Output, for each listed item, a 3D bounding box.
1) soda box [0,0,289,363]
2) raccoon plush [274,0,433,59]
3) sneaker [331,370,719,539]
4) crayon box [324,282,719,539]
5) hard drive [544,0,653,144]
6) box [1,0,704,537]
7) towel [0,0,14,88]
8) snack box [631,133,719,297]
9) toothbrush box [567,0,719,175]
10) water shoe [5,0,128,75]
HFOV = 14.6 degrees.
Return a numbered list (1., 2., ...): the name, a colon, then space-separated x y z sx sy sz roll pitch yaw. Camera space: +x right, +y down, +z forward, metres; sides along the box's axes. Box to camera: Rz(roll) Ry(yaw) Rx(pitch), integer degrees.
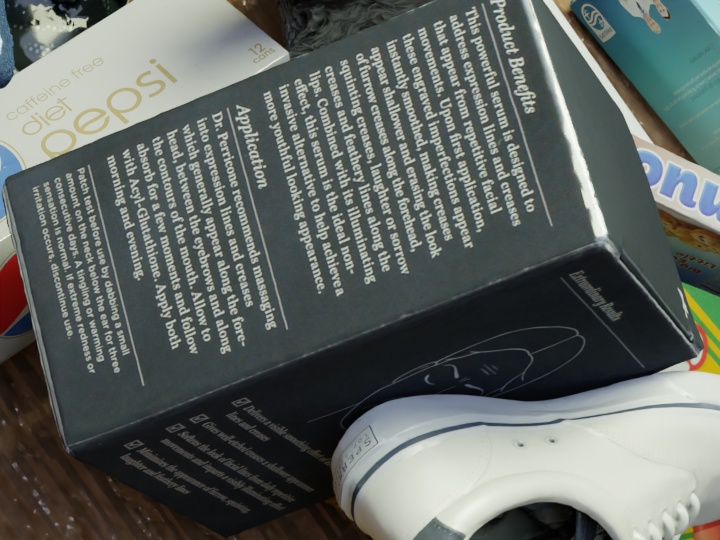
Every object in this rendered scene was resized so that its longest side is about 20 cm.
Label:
1. soda box: -0.119 -0.029 1.059 0.199 0.064 0.068 -35 55 -22
2. raccoon plush: -0.004 -0.163 1.082 0.096 0.200 0.135 -15 71 4
3. sneaker: 0.083 0.085 0.994 0.199 0.073 0.071 -3 47 -32
4. crayon box: 0.069 0.053 1.098 0.199 0.051 0.128 20 78 -21
5. hard drive: 0.028 -0.020 1.139 0.199 0.027 0.132 -35 90 -22
6. box: 0.000 0.000 0.987 0.199 0.148 0.108 -21 68 12
7. towel: -0.228 -0.100 0.989 0.198 0.049 0.113 -5 80 -19
8. snack box: 0.118 -0.024 1.117 0.199 0.072 0.024 25 72 -12
9. toothbrush box: 0.212 -0.090 1.185 0.146 0.085 0.200 -41 91 -23
10. water shoe: -0.109 -0.166 1.101 0.071 0.079 0.201 16 72 -13
